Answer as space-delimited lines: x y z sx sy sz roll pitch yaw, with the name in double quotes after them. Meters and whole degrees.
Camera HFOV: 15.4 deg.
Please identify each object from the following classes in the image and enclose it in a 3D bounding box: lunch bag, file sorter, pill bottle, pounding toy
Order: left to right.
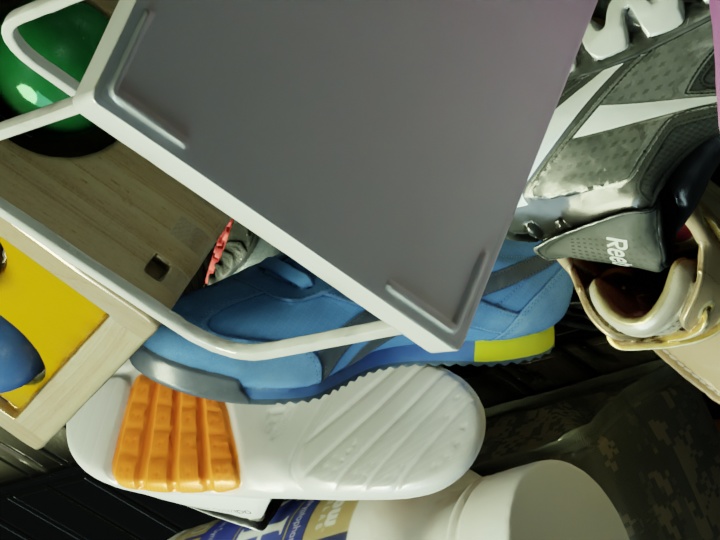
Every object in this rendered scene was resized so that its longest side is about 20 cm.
-0.145 -0.038 0.911 0.184 0.142 0.200 36 152 -7 "pounding toy"
-0.020 -0.090 0.830 0.139 0.201 0.124 35 155 -27 "file sorter"
0.011 0.144 1.107 0.200 0.120 0.120 -20 134 36 "pill bottle"
0.080 0.145 1.209 0.200 0.117 0.165 -20 97 42 "lunch bag"

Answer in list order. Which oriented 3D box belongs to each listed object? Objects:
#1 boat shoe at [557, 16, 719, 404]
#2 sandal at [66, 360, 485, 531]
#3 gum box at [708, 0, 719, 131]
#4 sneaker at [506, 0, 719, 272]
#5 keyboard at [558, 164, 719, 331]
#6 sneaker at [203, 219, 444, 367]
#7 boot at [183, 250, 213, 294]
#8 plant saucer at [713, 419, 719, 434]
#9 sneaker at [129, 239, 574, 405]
0.109 -0.004 1.009 0.074 0.069 0.200 -16 129 32 "boat shoe"
-0.032 0.073 1.092 0.206 0.079 0.059 7 152 35 "sandal"
0.164 -0.036 0.789 0.066 0.201 0.113 -14 -164 -23 "gum box"
0.065 -0.033 0.902 0.199 0.091 0.066 -26 169 17 "sneaker"
0.079 -0.006 1.101 0.199 0.040 0.104 0 147 38 "keyboard"
-0.007 0.019 1.179 0.095 0.080 0.200 13 163 18 "sneaker"
-0.165 -0.018 1.209 0.200 0.073 0.151 37 152 -12 "boot"
0.199 0.141 1.272 0.199 0.038 0.200 13 148 8 "plant saucer"
0.000 0.000 1.019 0.199 0.079 0.066 -9 -150 -34 "sneaker"
